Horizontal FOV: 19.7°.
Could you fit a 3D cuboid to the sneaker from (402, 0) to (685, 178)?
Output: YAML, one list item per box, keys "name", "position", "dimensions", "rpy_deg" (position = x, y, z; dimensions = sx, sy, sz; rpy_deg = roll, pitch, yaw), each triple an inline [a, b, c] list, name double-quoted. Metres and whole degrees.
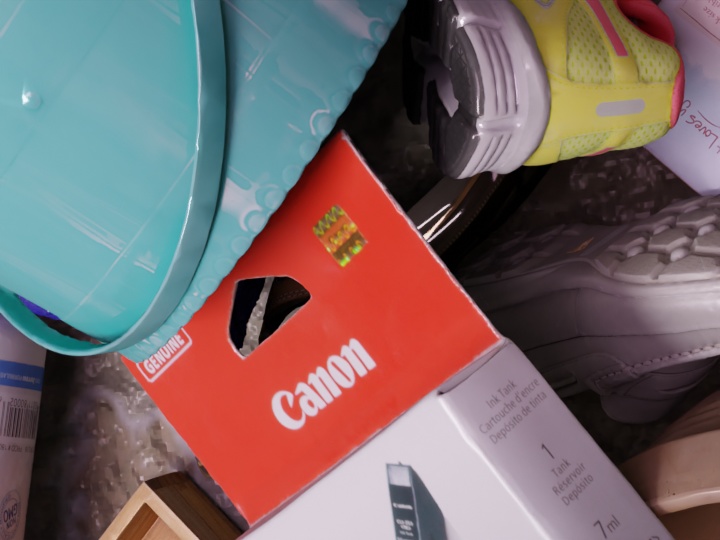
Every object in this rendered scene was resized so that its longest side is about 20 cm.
- name: "sneaker"
  position: [0.063, -0.082, 0.737]
  dimensions: [0.090, 0.200, 0.078]
  rpy_deg: [-2, 116, -5]

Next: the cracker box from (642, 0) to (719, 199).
- name: "cracker box"
  position: [0.194, -0.096, 0.726]
  dimensions: [0.134, 0.058, 0.200]
  rpy_deg: [43, 109, 18]

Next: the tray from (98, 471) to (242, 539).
- name: "tray"
  position: [-0.107, 0.194, 0.901]
  dimensions: [0.099, 0.037, 0.200]
  rpy_deg: [44, 109, 16]

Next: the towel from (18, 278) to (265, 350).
- name: "towel"
  position: [-0.113, -0.049, 0.859]
  dimensions: [0.199, 0.050, 0.148]
  rpy_deg: [12, 75, 26]

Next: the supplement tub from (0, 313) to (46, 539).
- name: "supplement tub"
  position: [-0.207, 0.111, 0.871]
  dimensions: [0.132, 0.132, 0.201]
  rpy_deg: [5, 84, 24]

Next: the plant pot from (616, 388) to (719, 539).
- name: "plant pot"
  position: [0.177, 0.088, 0.707]
  dimensions: [0.200, 0.201, 0.093]
  rpy_deg: [1, 53, 25]

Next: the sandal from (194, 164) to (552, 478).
- name: "sandal"
  position: [0.000, 0.000, 0.809]
  dimensions: [0.055, 0.082, 0.200]
  rpy_deg: [43, 108, 10]

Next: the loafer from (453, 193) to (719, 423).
- name: "loafer"
  position: [0.103, 0.018, 0.738]
  dimensions: [0.200, 0.070, 0.070]
  rpy_deg: [-7, 113, 62]

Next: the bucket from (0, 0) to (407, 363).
- name: "bucket"
  position: [-0.082, -0.076, 0.703]
  dimensions: [0.135, 0.207, 0.207]
  rpy_deg: [34, 109, -9]

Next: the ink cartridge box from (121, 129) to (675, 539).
- name: "ink cartridge box"
  position: [-0.007, 0.071, 0.709]
  dimensions: [0.174, 0.044, 0.200]
  rpy_deg: [51, 143, 2]
